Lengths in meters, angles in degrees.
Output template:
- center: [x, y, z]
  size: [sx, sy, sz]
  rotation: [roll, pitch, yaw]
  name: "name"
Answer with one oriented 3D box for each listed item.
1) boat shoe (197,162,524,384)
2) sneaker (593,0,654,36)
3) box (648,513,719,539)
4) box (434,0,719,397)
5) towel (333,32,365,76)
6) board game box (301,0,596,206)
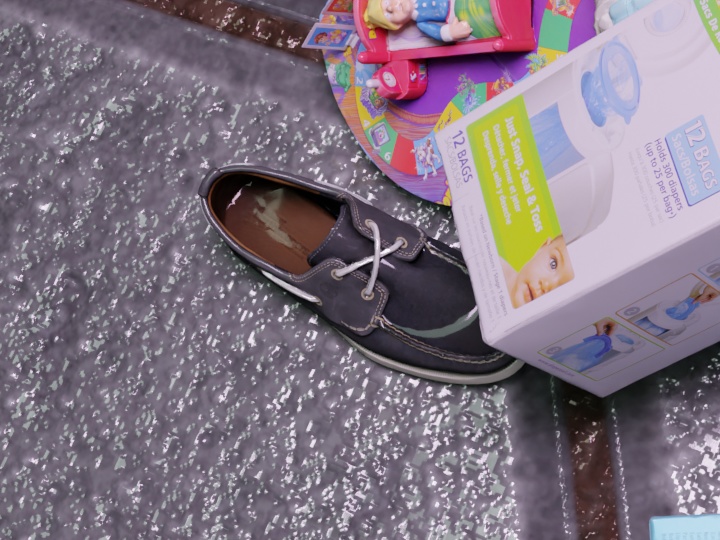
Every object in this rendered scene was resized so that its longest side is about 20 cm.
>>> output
- center: [0.000, 0.000, 0.790]
  size: [0.199, 0.068, 0.072]
  rotation: [28, 82, 22]
  name: "boat shoe"
- center: [0.182, -0.153, 0.711]
  size: [0.077, 0.199, 0.087]
  rotation: [-14, 87, 44]
  name: "sneaker"
- center: [0.233, 0.134, 0.663]
  size: [0.198, 0.082, 0.050]
  rotation: [-5, 73, 17]
  name: "box"
- center: [0.147, -0.044, 0.634]
  size: [0.199, 0.101, 0.113]
  rotation: [-29, 57, 28]
  name: "box"
- center: [0.084, -0.175, 0.834]
  size: [0.198, 0.036, 0.150]
  rotation: [2, 73, 20]
  name: "towel"
- center: [0.036, -0.128, 0.753]
  size: [0.158, 0.039, 0.200]
  rotation: [53, 131, 25]
  name: "board game box"
